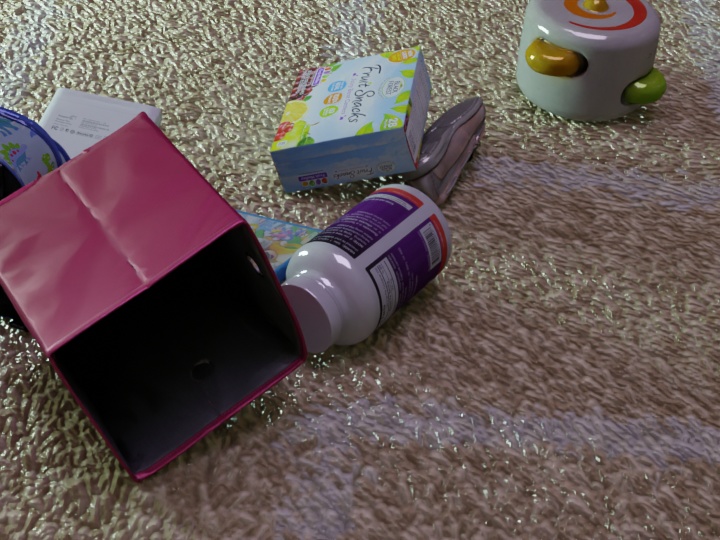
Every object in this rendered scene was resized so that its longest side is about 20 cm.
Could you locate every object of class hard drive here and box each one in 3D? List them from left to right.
[{"bbox_3d":[-0.320,-0.118,1.392,0.130,0.027,0.202,12,54,8],"label":"hard drive"}]

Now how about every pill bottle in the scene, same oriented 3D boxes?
[{"bbox_3d":[0.000,0.000,1.254,0.112,0.113,0.200,27,43,26],"label":"pill bottle"}]

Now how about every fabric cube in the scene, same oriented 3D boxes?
[{"bbox_3d":[-0.196,0.021,1.098,0.199,0.197,0.199,-35,48,-13],"label":"fabric cube"}]

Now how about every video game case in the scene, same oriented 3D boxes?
[{"bbox_3d":[-0.152,-0.022,1.304,0.198,0.018,0.143,14,37,34],"label":"video game case"}]

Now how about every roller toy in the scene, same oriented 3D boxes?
[{"bbox_3d":[0.303,-0.301,1.647,0.197,0.141,0.183,-2,38,-8],"label":"roller toy"}]

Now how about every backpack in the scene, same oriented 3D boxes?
[{"bbox_3d":[-0.373,-0.069,1.228,0.181,0.202,0.148,12,38,10],"label":"backpack"}]

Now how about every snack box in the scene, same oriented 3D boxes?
[{"bbox_3d":[-0.007,-0.185,1.486,0.167,0.068,0.201,-8,36,17],"label":"snack box"}]

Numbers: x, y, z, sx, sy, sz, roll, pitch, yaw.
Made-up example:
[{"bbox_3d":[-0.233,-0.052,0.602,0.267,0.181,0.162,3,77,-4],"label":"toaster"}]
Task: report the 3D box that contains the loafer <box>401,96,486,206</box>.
[{"bbox_3d":[0.109,-0.145,1.504,0.071,0.063,0.200,-19,21,37],"label":"loafer"}]
